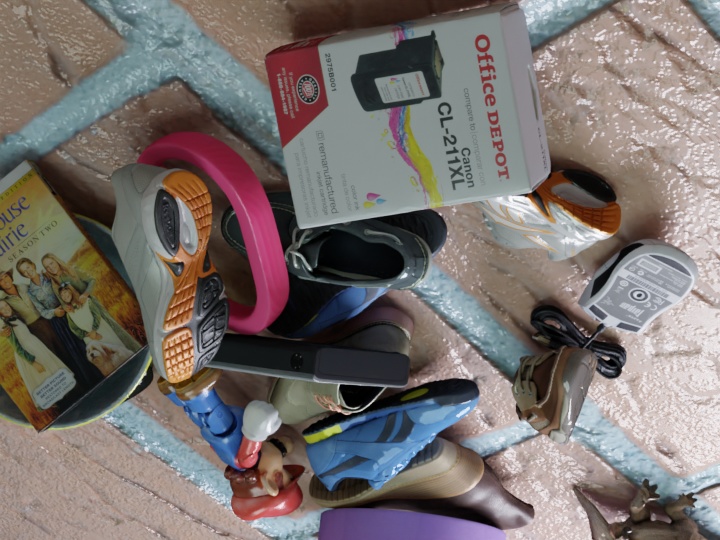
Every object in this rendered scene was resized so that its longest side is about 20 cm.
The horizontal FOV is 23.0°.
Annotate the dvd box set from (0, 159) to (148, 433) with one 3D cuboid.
[{"bbox_3d":[-0.292,0.023,1.594,0.146,0.029,0.201,-38,88,2],"label":"dvd box set"}]

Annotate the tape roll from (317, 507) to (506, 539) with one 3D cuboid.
[{"bbox_3d":[0.053,0.298,1.859,0.198,0.066,0.200,6,165,1],"label":"tape roll"}]

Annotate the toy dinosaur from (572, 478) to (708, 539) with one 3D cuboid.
[{"bbox_3d":[0.310,0.296,1.866,0.198,0.086,0.136,14,144,3],"label":"toy dinosaur"}]

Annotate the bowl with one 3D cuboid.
[{"bbox_3d":[-0.280,0.045,1.661,0.198,0.203,0.108,6,180,3],"label":"bowl"}]

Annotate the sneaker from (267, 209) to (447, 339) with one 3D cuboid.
[{"bbox_3d":[0.000,0.000,1.628,0.199,0.066,0.078,-31,165,21],"label":"sneaker"}]

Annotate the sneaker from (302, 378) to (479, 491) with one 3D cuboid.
[{"bbox_3d":[0.038,0.165,1.751,0.199,0.066,0.079,-21,94,26],"label":"sneaker"}]

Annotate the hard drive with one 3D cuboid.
[{"bbox_3d":[-0.074,0.080,1.638,0.199,0.033,0.139,5,179,39],"label":"hard drive"}]

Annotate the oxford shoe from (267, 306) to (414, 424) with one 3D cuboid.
[{"bbox_3d":[-0.028,0.109,1.725,0.070,0.074,0.200,29,135,-24],"label":"oxford shoe"}]

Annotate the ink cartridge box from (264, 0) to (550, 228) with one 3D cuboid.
[{"bbox_3d":[0.039,-0.125,1.417,0.198,0.083,0.147,-9,99,18],"label":"ink cartridge box"}]

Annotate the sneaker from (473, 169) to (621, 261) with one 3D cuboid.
[{"bbox_3d":[0.121,-0.061,1.526,0.199,0.076,0.092,27,139,-17],"label":"sneaker"}]

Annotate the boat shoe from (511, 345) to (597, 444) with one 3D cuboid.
[{"bbox_3d":[0.176,0.114,1.665,0.071,0.076,0.200,22,161,9],"label":"boat shoe"}]

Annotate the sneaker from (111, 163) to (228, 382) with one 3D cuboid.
[{"bbox_3d":[-0.172,-0.003,1.537,0.092,0.075,0.202,23,124,41],"label":"sneaker"}]

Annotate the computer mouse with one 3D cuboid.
[{"bbox_3d":[0.242,0.024,1.618,0.109,0.044,0.200,27,140,-12],"label":"computer mouse"}]

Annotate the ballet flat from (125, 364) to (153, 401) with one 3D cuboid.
[{"bbox_3d":[-0.308,0.128,1.798,0.198,0.069,0.068,-4,135,13],"label":"ballet flat"}]

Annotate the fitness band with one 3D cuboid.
[{"bbox_3d":[-0.132,-0.032,1.563,0.143,0.037,0.202,14,131,38],"label":"fitness band"}]

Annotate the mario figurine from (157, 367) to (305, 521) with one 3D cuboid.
[{"bbox_3d":[-0.115,0.162,1.791,0.105,0.124,0.201,-28,116,10],"label":"mario figurine"}]

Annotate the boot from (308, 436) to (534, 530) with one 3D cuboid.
[{"bbox_3d":[0.063,0.242,1.856,0.199,0.073,0.166,-17,137,35],"label":"boot"}]

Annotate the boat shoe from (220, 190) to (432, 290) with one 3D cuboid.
[{"bbox_3d":[-0.036,-0.026,1.560,0.198,0.062,0.074,14,98,14],"label":"boat shoe"}]
